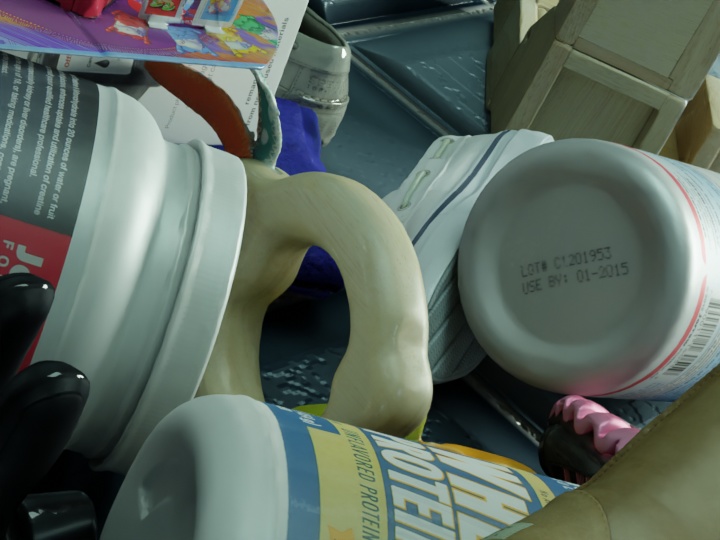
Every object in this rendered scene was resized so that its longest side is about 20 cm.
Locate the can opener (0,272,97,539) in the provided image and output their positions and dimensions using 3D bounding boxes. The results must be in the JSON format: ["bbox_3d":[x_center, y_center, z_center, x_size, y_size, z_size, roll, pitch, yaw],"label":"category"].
[{"bbox_3d":[-0.117,0.056,0.657,0.078,0.200,0.063,-25,69,-27],"label":"can opener"}]

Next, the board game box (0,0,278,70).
[{"bbox_3d":[-0.121,-0.133,0.816,0.200,0.039,0.158,1,33,-36],"label":"board game box"}]

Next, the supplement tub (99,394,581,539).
[{"bbox_3d":[0.020,0.129,0.688,0.199,0.145,0.145,16,31,-19],"label":"supplement tub"}]

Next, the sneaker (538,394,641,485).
[{"bbox_3d":[0.110,0.113,0.857,0.079,0.096,0.200,24,4,-20],"label":"sneaker"}]

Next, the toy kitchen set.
[{"bbox_3d":[0.180,-0.140,1.205,0.163,0.181,0.200,23,29,-9],"label":"toy kitchen set"}]

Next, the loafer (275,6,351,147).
[{"bbox_3d":[-0.062,-0.142,1.122,0.070,0.070,0.200,-3,41,-41],"label":"loafer"}]

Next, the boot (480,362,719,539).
[{"bbox_3d":[0.125,0.111,0.624,0.200,0.066,0.176,-25,86,-34],"label":"boot"}]

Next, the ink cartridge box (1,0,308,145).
[{"bbox_3d":[-0.147,-0.123,0.924,0.200,0.084,0.145,-1,33,-40],"label":"ink cartridge box"}]

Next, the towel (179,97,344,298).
[{"bbox_3d":[-0.104,-0.047,0.969,0.199,0.050,0.148,14,25,-20],"label":"towel"}]

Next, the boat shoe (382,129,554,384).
[{"bbox_3d":[0.034,-0.007,1.009,0.067,0.074,0.200,6,24,20],"label":"boat shoe"}]

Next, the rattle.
[{"bbox_3d":[0.000,0.000,0.875,0.142,0.130,0.200,-2,50,-26],"label":"rattle"}]

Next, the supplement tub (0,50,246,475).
[{"bbox_3d":[-0.154,-0.013,0.775,0.199,0.141,0.140,18,31,-15],"label":"supplement tub"}]

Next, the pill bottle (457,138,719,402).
[{"bbox_3d":[0.134,0.005,0.985,0.109,0.109,0.200,43,17,26],"label":"pill bottle"}]
